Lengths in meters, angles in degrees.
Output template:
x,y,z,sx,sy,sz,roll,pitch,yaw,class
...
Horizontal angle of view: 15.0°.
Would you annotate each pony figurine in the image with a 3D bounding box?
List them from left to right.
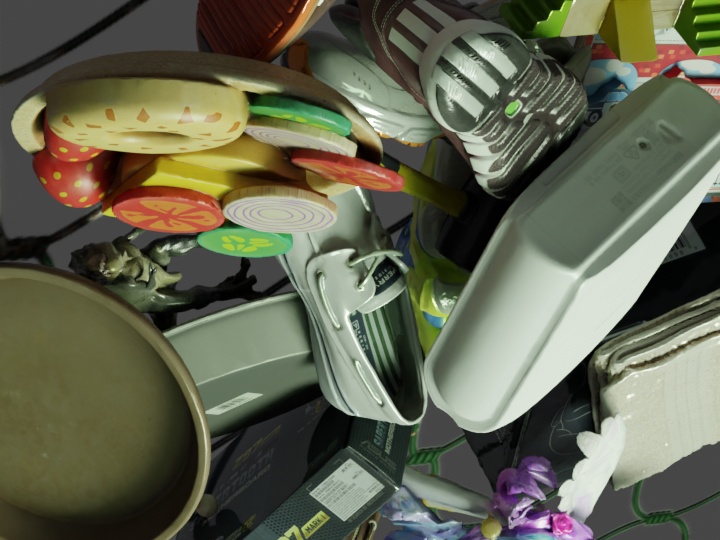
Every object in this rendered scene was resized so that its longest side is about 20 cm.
x,y,z,sx,sy,sz,roll,pitch,yaw,class
0.114,0.169,1.719,0.199,0.167,0.193,11,174,18,pony figurine

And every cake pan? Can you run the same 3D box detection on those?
x,y,z,sx,sy,sz,roll,pitch,yaw,class
-0.081,0.064,1.670,0.199,0.037,0.200,-18,166,-5,cake pan

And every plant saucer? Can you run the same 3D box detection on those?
x,y,z,sx,sy,sz,roll,pitch,yaw,class
-0.176,0.078,1.542,0.200,0.200,0.030,-47,-172,34,plant saucer

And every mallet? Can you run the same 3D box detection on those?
x,y,z,sx,sy,sz,roll,pitch,yaw,class
0.027,-0.061,1.525,0.200,0.041,0.066,33,92,-45,mallet

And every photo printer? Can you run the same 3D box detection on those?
x,y,z,sx,sy,sz,roll,pitch,yaw,class
0.118,-0.001,1.543,0.166,0.069,0.200,-41,167,-34,photo printer

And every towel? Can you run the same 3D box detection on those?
x,y,z,sx,sy,sz,roll,pitch,yaw,class
0.211,0.074,1.745,0.132,0.035,0.200,-24,154,-3,towel

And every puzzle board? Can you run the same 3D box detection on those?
x,y,z,sx,sy,sz,roll,pitch,yaw,class
0.194,-0.104,1.640,0.199,0.017,0.151,-3,121,-40,puzzle board

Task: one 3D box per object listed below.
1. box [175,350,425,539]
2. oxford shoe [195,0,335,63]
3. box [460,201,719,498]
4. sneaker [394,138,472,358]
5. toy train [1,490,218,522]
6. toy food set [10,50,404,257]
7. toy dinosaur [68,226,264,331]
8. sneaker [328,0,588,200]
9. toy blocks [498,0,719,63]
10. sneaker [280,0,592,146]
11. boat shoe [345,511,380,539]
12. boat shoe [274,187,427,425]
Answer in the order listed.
x,y,z,sx,sy,sz,roll,pitch,yaw,class
-0.045,0.137,1.766,0.051,0.158,0.200,39,120,-15,box
-0.012,-0.165,1.353,0.072,0.071,0.200,-6,147,-46,oxford shoe
0.167,0.031,1.800,0.199,0.124,0.197,-19,151,-16,box
0.050,-0.026,1.661,0.075,0.105,0.201,-9,118,-23,sneaker
-0.169,0.130,1.699,0.149,0.056,0.200,-5,173,1,toy train
-0.081,-0.060,1.405,0.197,0.049,0.200,11,161,-23,toy food set
-0.109,0.005,1.593,0.088,0.048,0.200,-23,158,4,toy dinosaur
0.047,-0.112,1.429,0.076,0.115,0.200,-48,158,-2,sneaker
0.176,-0.198,1.458,0.199,0.100,0.137,-7,136,-31,toy blocks
0.044,-0.117,1.507,0.199,0.076,0.092,12,107,-41,sneaker
-0.017,0.191,1.801,0.075,0.203,0.075,39,126,-16,boat shoe
0.000,0.000,1.563,0.074,0.067,0.201,-41,129,-29,boat shoe
